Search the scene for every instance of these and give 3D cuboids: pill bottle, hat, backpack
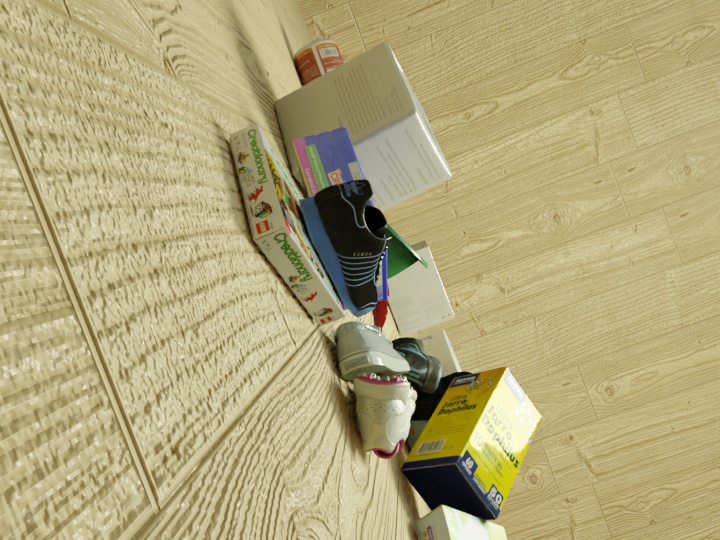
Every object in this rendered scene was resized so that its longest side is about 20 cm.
[{"bbox_3d":[-0.078,-0.441,1.824,0.112,0.112,0.201,18,52,-83],"label":"pill bottle"},{"bbox_3d":[0.000,0.000,1.267,0.166,0.176,0.200,40,6,-48],"label":"hat"},{"bbox_3d":[0.148,0.286,1.285,0.127,0.166,0.201,-48,122,-62],"label":"backpack"}]

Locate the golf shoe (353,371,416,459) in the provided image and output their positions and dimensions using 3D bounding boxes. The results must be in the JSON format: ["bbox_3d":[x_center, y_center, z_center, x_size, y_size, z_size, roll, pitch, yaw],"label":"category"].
[{"bbox_3d":[0.025,0.171,0.882,0.200,0.075,0.092,57,35,-73],"label":"golf shoe"}]

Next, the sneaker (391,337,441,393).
[{"bbox_3d":[0.069,0.148,1.292,0.200,0.082,0.073,-163,-88,-73],"label":"sneaker"}]

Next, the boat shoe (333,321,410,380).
[{"bbox_3d":[0.014,0.099,0.944,0.201,0.070,0.072,44,30,-72],"label":"boat shoe"}]

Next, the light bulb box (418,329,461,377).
[{"bbox_3d":[0.155,0.259,1.489,0.200,0.124,0.199,-100,168,-67],"label":"light bulb box"}]

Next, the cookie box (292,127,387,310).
[{"bbox_3d":[-0.023,-0.061,0.996,0.200,0.075,0.172,84,-12,-68],"label":"cookie box"}]

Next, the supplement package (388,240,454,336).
[{"bbox_3d":[0.142,0.044,2.023,0.151,0.151,0.201,-77,146,-81],"label":"supplement package"}]

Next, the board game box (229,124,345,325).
[{"bbox_3d":[-0.072,-0.039,0.778,0.200,0.035,0.127,61,9,-60],"label":"board game box"}]

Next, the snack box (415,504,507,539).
[{"bbox_3d":[0.151,0.412,0.955,0.142,0.053,0.200,29,33,-37],"label":"snack box"}]

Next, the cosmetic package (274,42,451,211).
[{"bbox_3d":[0.003,-0.200,1.161,0.167,0.200,0.167,50,18,-53],"label":"cosmetic package"}]

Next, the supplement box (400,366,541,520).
[{"bbox_3d":[0.166,0.253,1.113,0.109,0.109,0.200,54,45,-15],"label":"supplement box"}]

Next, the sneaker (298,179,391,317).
[{"bbox_3d":[0.000,-0.019,0.824,0.200,0.078,0.070,64,7,-54],"label":"sneaker"}]
